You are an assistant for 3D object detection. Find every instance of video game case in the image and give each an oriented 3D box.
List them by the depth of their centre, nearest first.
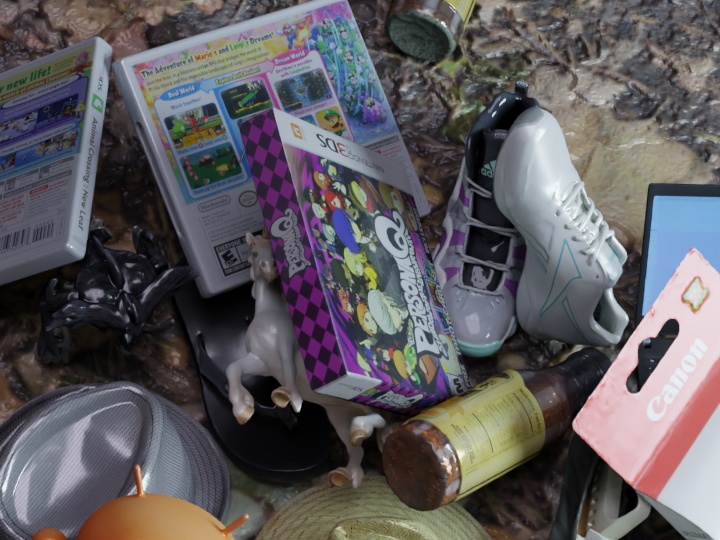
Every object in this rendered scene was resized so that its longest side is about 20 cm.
[{"bbox_3d":[0.000,0.000,1.580,0.036,0.181,0.200,-26,67,25],"label":"video game case"},{"bbox_3d":[-0.269,-0.063,1.643,0.200,0.022,0.182,-17,53,30],"label":"video game case"},{"bbox_3d":[-0.063,-0.095,1.678,0.200,0.024,0.182,-21,88,-30],"label":"video game case"}]

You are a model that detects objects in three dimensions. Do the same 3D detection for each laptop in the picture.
[{"bbox_3d":[0.291,0.050,1.634,0.177,0.103,0.200,1,58,-3],"label":"laptop"}]

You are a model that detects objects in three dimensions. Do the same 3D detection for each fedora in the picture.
[{"bbox_3d":[-0.183,0.141,1.547,0.177,0.090,0.200,38,63,18],"label":"fedora"}]

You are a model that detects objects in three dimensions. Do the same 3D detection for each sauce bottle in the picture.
[{"bbox_3d":[0.101,0.105,1.584,0.200,0.066,0.066,-22,60,-43],"label":"sauce bottle"},{"bbox_3d":[0.076,-0.259,1.835,0.065,0.065,0.200,18,57,7],"label":"sauce bottle"}]

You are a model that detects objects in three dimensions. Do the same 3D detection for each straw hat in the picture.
[{"bbox_3d":[0.019,0.205,1.526,0.201,0.085,0.201,2,59,-3],"label":"straw hat"}]

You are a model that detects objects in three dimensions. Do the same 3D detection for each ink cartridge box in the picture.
[{"bbox_3d":[0.260,0.106,1.553,0.200,0.050,0.162,44,71,-23],"label":"ink cartridge box"}]

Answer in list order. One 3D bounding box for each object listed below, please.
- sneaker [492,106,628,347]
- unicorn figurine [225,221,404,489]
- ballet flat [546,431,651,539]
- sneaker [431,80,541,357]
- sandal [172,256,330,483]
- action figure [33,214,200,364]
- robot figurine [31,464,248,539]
[{"bbox_3d":[0.148,-0.029,1.610,0.080,0.201,0.070,18,48,36],"label":"sneaker"},{"bbox_3d":[-0.039,0.061,1.578,0.074,0.200,0.137,-26,30,23],"label":"unicorn figurine"},{"bbox_3d":[0.162,0.181,1.554,0.068,0.068,0.200,33,53,-31],"label":"ballet flat"},{"bbox_3d":[0.095,-0.049,1.657,0.078,0.140,0.200,9,57,0],"label":"sneaker"},{"bbox_3d":[-0.085,0.066,1.629,0.076,0.043,0.200,-22,62,-17],"label":"sandal"},{"bbox_3d":[-0.187,0.006,1.626,0.119,0.102,0.200,-23,47,-17],"label":"action figure"},{"bbox_3d":[-0.141,0.228,1.448,0.116,0.200,0.144,13,13,-39],"label":"robot figurine"}]
